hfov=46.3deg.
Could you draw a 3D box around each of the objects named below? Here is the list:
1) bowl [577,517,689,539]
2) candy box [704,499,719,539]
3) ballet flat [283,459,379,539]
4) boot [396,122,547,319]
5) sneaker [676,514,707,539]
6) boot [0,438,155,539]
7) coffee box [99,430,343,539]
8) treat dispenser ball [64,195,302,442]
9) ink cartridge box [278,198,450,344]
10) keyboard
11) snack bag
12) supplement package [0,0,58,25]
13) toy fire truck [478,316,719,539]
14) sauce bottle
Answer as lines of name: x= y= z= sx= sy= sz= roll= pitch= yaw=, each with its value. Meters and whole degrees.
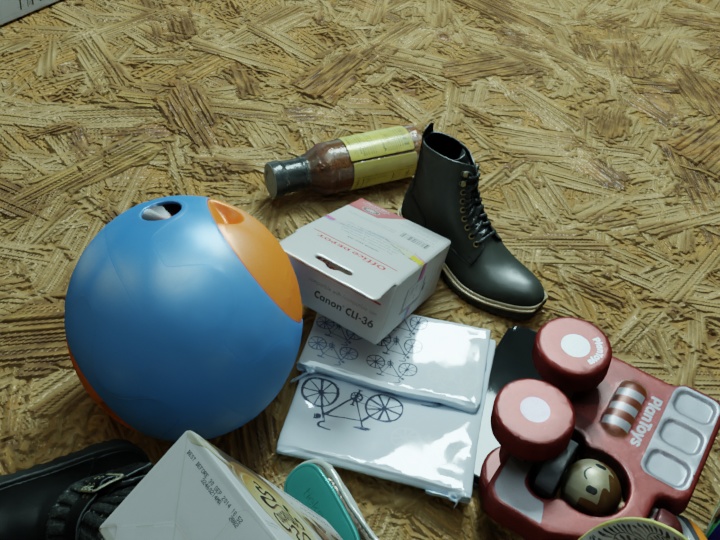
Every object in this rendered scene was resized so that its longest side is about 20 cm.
bowl: x=0.213 y=0.280 z=0.571 sx=0.093 sy=0.202 sz=0.203 roll=18 pitch=39 yaw=-25
candy box: x=0.384 y=0.197 z=0.651 sx=0.167 sy=0.203 sz=0.077 roll=30 pitch=47 yaw=20
ballet flat: x=0.002 y=0.235 z=0.640 sx=0.068 sy=0.070 sz=0.201 roll=-14 pitch=50 yaw=-23
boot: x=0.123 y=-0.051 z=0.897 sx=0.198 sy=0.140 sz=0.077 roll=34 pitch=48 yaw=21
sneaker: x=0.302 y=0.286 z=0.648 sx=0.109 sy=0.078 sz=0.203 roll=0 pitch=54 yaw=-18
boot: x=-0.207 y=0.191 z=0.582 sx=0.209 sy=0.081 sz=0.156 roll=-27 pitch=23 yaw=-32
coffee box: x=-0.055 y=0.196 z=0.525 sx=0.080 sy=0.201 sz=0.113 roll=-46 pitch=52 yaw=-7
treat dispenser ball: x=-0.146 y=0.040 z=0.709 sx=0.196 sy=0.203 sz=0.203 roll=5 pitch=44 yaw=-5
ink cartridge box: x=0.000 y=0.000 z=0.829 sx=0.115 sy=0.069 sz=0.199 roll=26 pitch=25 yaw=16
keyboard: x=0.164 y=0.137 z=0.802 sx=0.125 sy=0.021 sz=0.200 roll=22 pitch=46 yaw=20
snack bag: x=0.026 y=0.111 z=0.789 sx=0.184 sy=0.022 sz=0.202 roll=13 pitch=43 yaw=7
supplement package: x=-0.516 y=-0.429 z=1.169 sx=0.120 sy=0.121 sz=0.200 roll=28 pitch=46 yaw=19
toy fire truck: x=0.196 y=0.147 z=0.693 sx=0.166 sy=0.114 sz=0.200 roll=24 pitch=47 yaw=23
sauce bottle: x=-0.018 y=-0.128 z=1.000 sx=0.196 sy=0.067 sz=0.066 roll=-13 pitch=48 yaw=-24
